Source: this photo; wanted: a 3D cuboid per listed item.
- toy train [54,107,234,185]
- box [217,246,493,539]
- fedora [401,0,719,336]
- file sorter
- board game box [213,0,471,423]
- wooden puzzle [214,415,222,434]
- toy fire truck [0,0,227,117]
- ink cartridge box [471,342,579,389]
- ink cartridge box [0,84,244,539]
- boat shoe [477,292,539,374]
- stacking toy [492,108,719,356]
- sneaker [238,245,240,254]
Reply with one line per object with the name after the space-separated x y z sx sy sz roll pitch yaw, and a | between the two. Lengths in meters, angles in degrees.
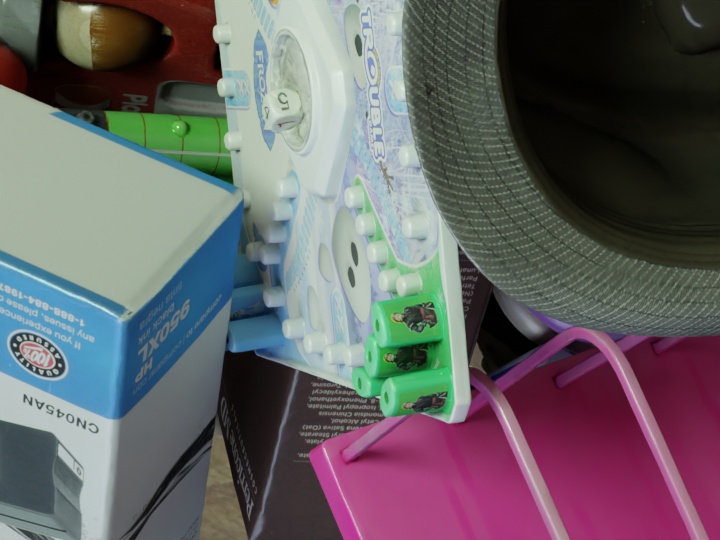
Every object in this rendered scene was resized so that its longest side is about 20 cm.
-0.042 -0.042 0.947 0.200 0.042 0.056 1 150 -23 | toy train
0.000 0.000 0.899 0.075 0.100 0.200 2 126 -16 | box
0.101 -0.076 0.696 0.090 0.200 0.177 -127 21 -72 | fedora
0.115 0.079 0.797 0.125 0.200 0.139 -41 69 58 | file sorter
-0.022 -0.059 0.776 0.026 0.200 0.200 -8 -173 -20 | board game box
-0.160 0.010 0.973 0.200 0.046 0.185 21 163 15 | wooden puzzle
-0.117 -0.094 0.977 0.168 0.112 0.200 5 159 -9 | toy fire truck
0.020 0.150 0.941 0.047 0.200 0.198 23 150 -26 | ink cartridge box
-0.131 0.041 0.851 0.144 0.084 0.200 23 133 15 | ink cartridge box
0.085 0.039 0.989 0.200 0.063 0.071 31 -157 31 | boat shoe
0.105 -0.024 0.847 0.085 0.085 0.200 28 165 -2 | stacking toy
-0.017 0.017 1.064 0.084 0.121 0.200 -32 135 13 | sneaker
